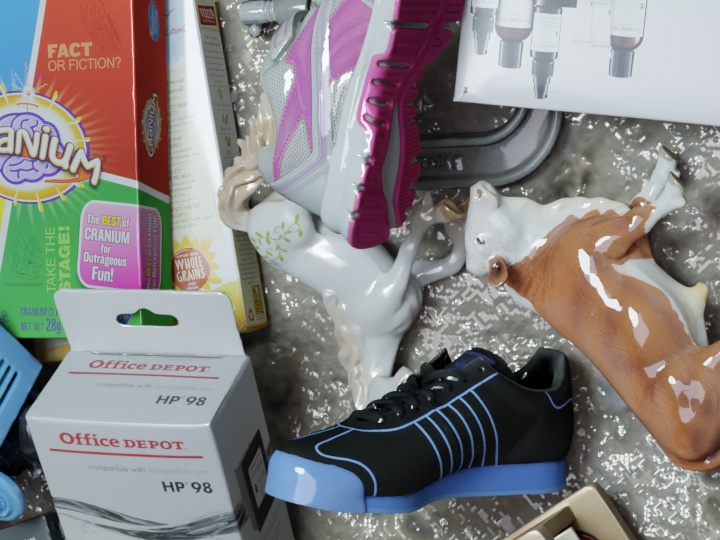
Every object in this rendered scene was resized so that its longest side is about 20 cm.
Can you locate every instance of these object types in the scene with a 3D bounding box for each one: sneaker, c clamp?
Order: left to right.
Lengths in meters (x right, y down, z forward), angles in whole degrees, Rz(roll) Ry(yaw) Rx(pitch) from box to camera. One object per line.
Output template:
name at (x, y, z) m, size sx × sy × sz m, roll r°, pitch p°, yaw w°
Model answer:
sneaker at (-0.008, -0.118, 0.986) m, size 0.088 × 0.081 × 0.201 m, roll 17°, pitch 95°, yaw 26°
c clamp at (0.020, -0.128, 1.079) m, size 0.198 × 0.027 × 0.172 m, roll 5°, pitch 95°, yaw 18°
sneaker at (0.034, 0.081, 1.010) m, size 0.070 × 0.199 × 0.079 m, roll 11°, pitch 99°, yaw 49°

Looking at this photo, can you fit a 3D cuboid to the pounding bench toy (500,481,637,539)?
pounding bench toy at (0.067, 0.225, 1.014) m, size 0.199 × 0.156 × 0.125 m, roll -35°, pitch 82°, yaw 18°

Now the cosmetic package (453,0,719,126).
cosmetic package at (0.153, -0.120, 1.006) m, size 0.198 × 0.051 × 0.083 m, roll 6°, pitch 97°, yaw 10°

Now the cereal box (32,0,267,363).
cereal box at (-0.140, -0.053, 1.134) m, size 0.143 × 0.039 × 0.202 m, roll -8°, pitch 90°, yaw 20°

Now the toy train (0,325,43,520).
toy train at (-0.262, 0.095, 1.129) m, size 0.199 × 0.087 × 0.114 m, roll -17°, pitch 124°, yaw 38°

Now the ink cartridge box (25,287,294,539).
ink cartridge box at (-0.113, 0.111, 1.071) m, size 0.115 × 0.067 × 0.201 m, roll 0°, pitch 124°, yaw 20°

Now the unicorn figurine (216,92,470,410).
unicorn figurine at (0.000, 0.000, 1.074) m, size 0.200 × 0.074 × 0.138 m, roll 44°, pitch 114°, yaw 14°

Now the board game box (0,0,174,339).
board game box at (-0.186, -0.062, 1.108) m, size 0.152 × 0.040 × 0.202 m, roll -1°, pitch 93°, yaw 22°

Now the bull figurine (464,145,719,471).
bull figurine at (0.147, 0.010, 1.021) m, size 0.121 × 0.065 × 0.200 m, roll -45°, pitch 79°, yaw 19°

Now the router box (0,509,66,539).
router box at (-0.235, 0.245, 1.171) m, size 0.199 × 0.062 × 0.151 m, roll -22°, pitch 84°, yaw 19°
